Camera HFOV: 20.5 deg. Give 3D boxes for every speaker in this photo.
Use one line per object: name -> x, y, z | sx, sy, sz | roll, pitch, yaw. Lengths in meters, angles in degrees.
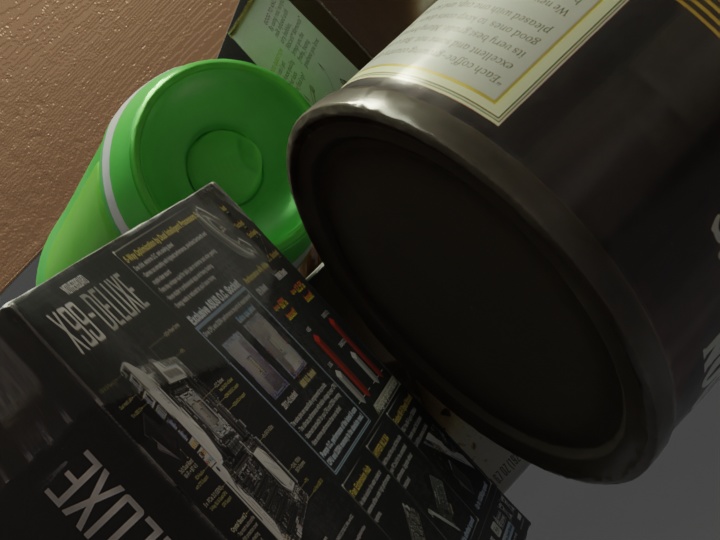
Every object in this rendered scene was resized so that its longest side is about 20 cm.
speaker -> -0.073, -0.012, 0.767 | 0.088, 0.089, 0.200 | -44, 1, -24

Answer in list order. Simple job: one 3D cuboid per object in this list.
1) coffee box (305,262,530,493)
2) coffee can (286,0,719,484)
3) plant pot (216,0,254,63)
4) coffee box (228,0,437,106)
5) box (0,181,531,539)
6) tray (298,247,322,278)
coffee box -> 0.014, 0.046, 0.784 | 0.200, 0.113, 0.080 | -44, 1, -24
coffee can -> 0.096, -0.055, 0.627 | 0.200, 0.146, 0.146 | -44, 1, -22
plant pot -> 0.059, -0.114, 1.115 | 0.198, 0.178, 0.200 | -14, -25, -26
coffee box -> 0.063, -0.062, 0.742 | 0.114, 0.200, 0.080 | -44, 1, -21
box -> -0.029, 0.061, 0.567 | 0.050, 0.158, 0.200 | -43, 2, 15
tray -> 0.000, 0.000, 0.941 | 0.098, 0.037, 0.200 | -37, -21, -20
